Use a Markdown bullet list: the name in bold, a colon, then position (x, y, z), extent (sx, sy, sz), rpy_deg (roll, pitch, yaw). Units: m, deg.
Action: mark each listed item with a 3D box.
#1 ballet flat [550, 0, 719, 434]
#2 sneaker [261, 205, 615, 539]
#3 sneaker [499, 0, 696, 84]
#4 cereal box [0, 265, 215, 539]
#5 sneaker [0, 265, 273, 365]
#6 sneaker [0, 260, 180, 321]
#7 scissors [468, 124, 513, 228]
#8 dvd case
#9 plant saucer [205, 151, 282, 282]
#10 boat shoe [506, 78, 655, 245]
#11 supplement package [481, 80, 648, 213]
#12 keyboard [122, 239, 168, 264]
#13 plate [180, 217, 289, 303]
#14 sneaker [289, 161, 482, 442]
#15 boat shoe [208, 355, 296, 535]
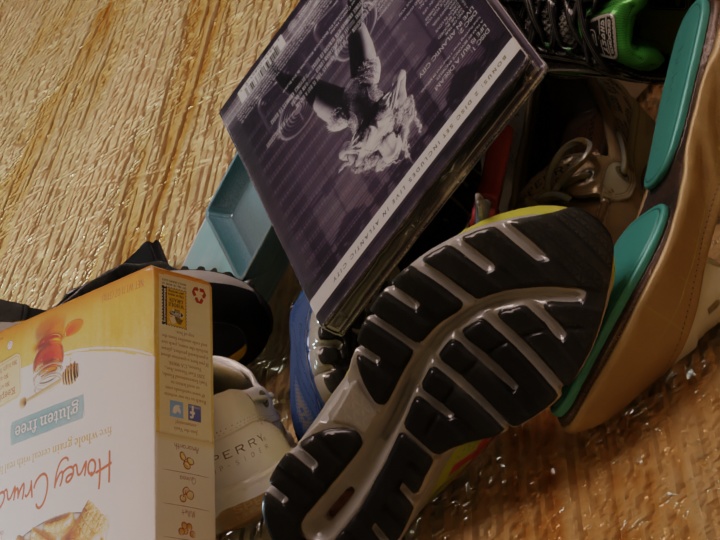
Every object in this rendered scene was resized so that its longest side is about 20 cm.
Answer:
- **ballet flat**: position (0.137, -0.019, 0.977), extent (0.069, 0.063, 0.201), rpy_deg (137, 155, -73)
- **sneaker**: position (0.035, 0.038, 0.989), extent (0.200, 0.078, 0.090), rpy_deg (-47, -2, 31)
- **sneaker**: position (0.106, -0.122, 1.086), extent (0.199, 0.078, 0.085), rpy_deg (-4, 17, 28)
- **cereal box**: position (-0.119, 0.113, 1.029), extent (0.144, 0.039, 0.201), rpy_deg (-22, 61, 42)
- **sneaker**: position (-0.138, 0.063, 1.192), extent (0.199, 0.070, 0.090), rpy_deg (-12, 42, 2)
- **sneaker**: position (-0.160, 0.088, 1.277), extent (0.060, 0.104, 0.201), rpy_deg (163, 117, -76)
- **scissors**: position (0.052, -0.016, 1.028), extent (0.200, 0.014, 0.074), rpy_deg (-68, -10, -77)
- **dvd case**: position (0.004, -0.080, 1.095), extent (0.149, 0.016, 0.200), rpy_deg (-52, 31, 16)
- **plant saucer**: position (-0.019, -0.091, 1.199), extent (0.201, 0.019, 0.070), rpy_deg (-62, 32, 22)
- **boat shoe**: position (0.095, -0.039, 1.115), extent (0.073, 0.063, 0.200), rpy_deg (-31, 20, 20)
- **supplement package**: position (0.086, -0.138, 1.269), extent (0.200, 0.121, 0.120), rpy_deg (-47, 21, -22)
- **keyboard**: position (-0.157, 0.045, 1.440), extent (0.127, 0.021, 0.200), rpy_deg (-43, 13, 2)
- **plate**: position (-0.062, -0.014, 1.327), extent (0.201, 0.025, 0.200), rpy_deg (-56, 16, 25)
- **sneaker**: position (0.000, 0.000, 1.140), extent (0.089, 0.078, 0.201), rpy_deg (-48, 22, 51)
- **boat shoe**: position (-0.069, 0.070, 1.115), extent (0.071, 0.070, 0.200), rpy_deg (-26, 7, -13)
